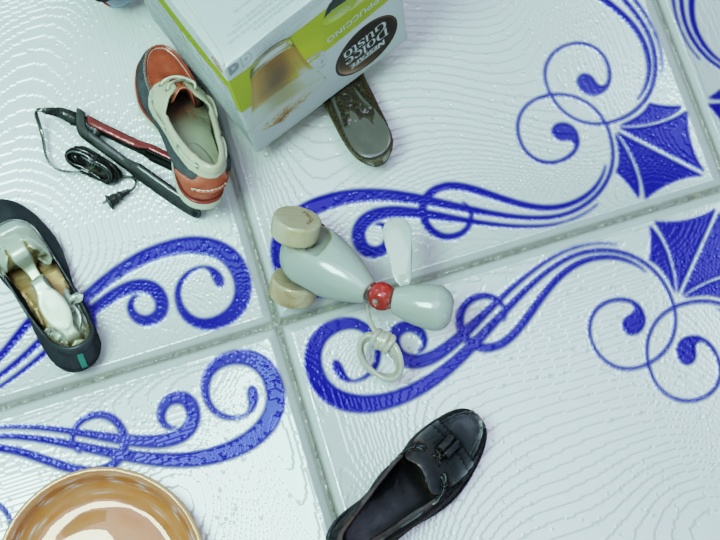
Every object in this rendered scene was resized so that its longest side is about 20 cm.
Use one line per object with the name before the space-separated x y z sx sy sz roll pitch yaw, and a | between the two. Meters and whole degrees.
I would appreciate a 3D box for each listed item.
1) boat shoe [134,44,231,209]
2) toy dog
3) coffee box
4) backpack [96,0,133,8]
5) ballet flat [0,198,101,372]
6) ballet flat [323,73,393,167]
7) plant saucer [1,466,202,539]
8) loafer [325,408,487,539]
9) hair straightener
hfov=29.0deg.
boat shoe | -0.177 -0.156 1.389 0.070 0.063 0.202 -11 58 -19
toy dog | 0.000 0.000 1.366 0.199 0.132 0.096 36 37 2
coffee box | -0.093 -0.279 1.352 0.199 0.198 0.201 -37 72 -7
backpack | -0.254 -0.382 1.419 0.199 0.155 0.191 -36 72 -18
ballet flat | -0.314 0.006 1.357 0.073 0.073 0.201 -30 78 -11
ballet flat | -0.018 -0.194 1.445 0.067 0.046 0.202 -26 72 0
plant saucer | -0.241 0.287 1.301 0.197 0.037 0.203 1 76 -3
loafer | 0.050 0.207 1.325 0.200 0.063 0.072 -42 81 -13
hair straightener | -0.245 -0.104 1.402 0.198 0.041 0.078 28 75 -1
